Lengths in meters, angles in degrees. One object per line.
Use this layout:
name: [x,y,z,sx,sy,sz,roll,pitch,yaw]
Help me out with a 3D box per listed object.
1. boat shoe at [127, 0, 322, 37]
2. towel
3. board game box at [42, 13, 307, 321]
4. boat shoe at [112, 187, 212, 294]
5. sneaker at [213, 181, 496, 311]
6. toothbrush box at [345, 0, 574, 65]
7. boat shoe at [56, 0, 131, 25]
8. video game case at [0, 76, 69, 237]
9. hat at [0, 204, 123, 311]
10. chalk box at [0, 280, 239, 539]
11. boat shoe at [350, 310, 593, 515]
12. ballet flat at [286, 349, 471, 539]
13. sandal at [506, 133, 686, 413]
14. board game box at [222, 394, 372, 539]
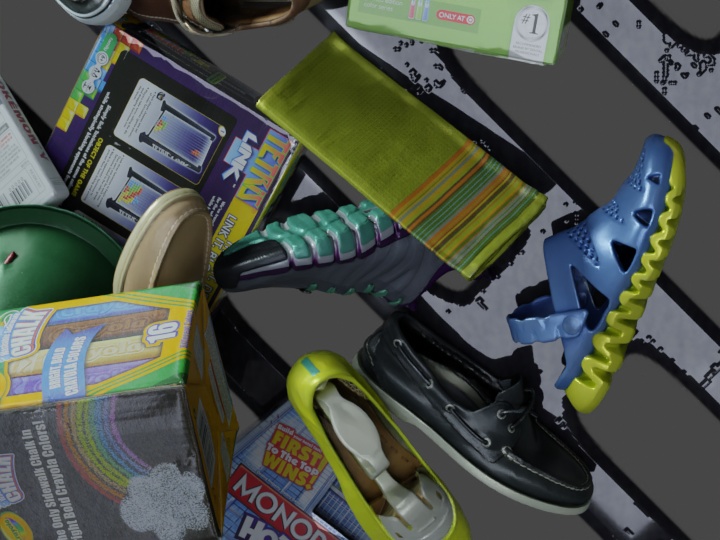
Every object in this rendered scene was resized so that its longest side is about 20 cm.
boat shoe: [-0.100,-0.196,1.090,0.199,0.072,0.076,-1,128,40]
towel: [0.028,-0.081,1.104,0.200,0.018,0.086,40,64,15]
board game box: [-0.150,-0.058,1.173,0.164,0.057,0.201,31,107,2]
boat shoe: [-0.131,0.041,1.119,0.064,0.071,0.202,33,120,34]
sneaker: [0.000,0.000,1.127,0.198,0.074,0.088,-17,109,-6]
toothbrush box: [0.081,-0.250,1.068,0.144,0.086,0.202,11,105,9]
boat shoe: [-0.222,-0.261,1.112,0.072,0.071,0.201,-30,80,20]
video game case: [-0.327,-0.074,1.191,0.199,0.023,0.183,-37,79,24]
hat: [-0.253,0.075,1.098,0.165,0.176,0.200,42,116,-13]
chalk box: [-0.190,0.101,1.040,0.198,0.124,0.125,-7,120,6]
boat shoe: [0.089,0.096,1.150,0.199,0.074,0.066,36,119,12]
ballet flat: [0.017,0.143,1.129,0.067,0.067,0.201,-37,102,-9]
sandal: [0.163,-0.003,1.113,0.086,0.079,0.202,25,104,9]
board game box: [-0.043,0.180,1.201,0.199,0.062,0.201,37,107,2]
